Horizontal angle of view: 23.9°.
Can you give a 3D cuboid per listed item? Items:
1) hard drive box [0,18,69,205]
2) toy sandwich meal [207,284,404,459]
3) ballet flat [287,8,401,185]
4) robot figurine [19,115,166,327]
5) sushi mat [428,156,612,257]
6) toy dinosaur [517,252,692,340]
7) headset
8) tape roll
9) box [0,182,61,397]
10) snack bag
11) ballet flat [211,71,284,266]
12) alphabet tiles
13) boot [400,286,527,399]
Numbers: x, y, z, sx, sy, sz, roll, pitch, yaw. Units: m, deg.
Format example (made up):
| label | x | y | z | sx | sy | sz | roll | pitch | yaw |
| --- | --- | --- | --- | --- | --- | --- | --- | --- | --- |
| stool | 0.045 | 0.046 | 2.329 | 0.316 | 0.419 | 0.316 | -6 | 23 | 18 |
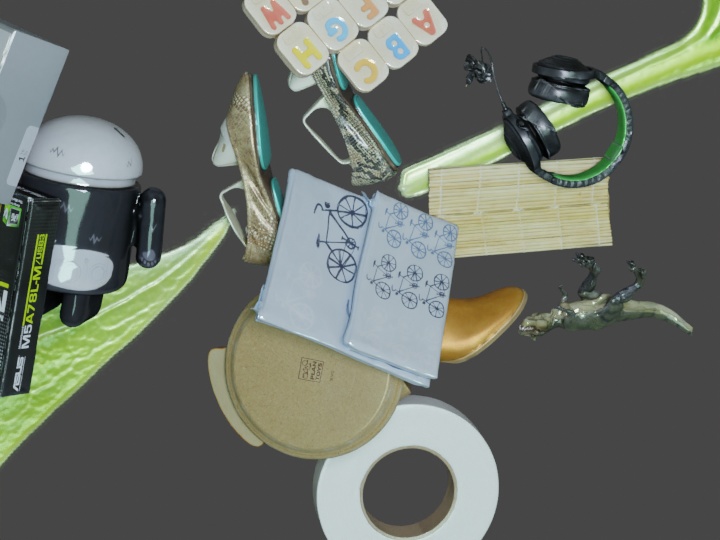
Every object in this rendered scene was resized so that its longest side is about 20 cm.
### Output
| label | x | y | z | sx | sy | sz | roll | pitch | yaw |
| --- | --- | --- | --- | --- | --- | --- | --- | --- | --- |
| hard drive box | -0.386 | -0.171 | 1.570 | 0.077 | 0.199 | 0.157 | 15 | 100 | -57 |
| toy sandwich meal | -0.050 | 0.101 | 1.731 | 0.203 | 0.070 | 0.207 | 0 | 93 | 7 |
| ballet flat | -0.029 | -0.172 | 1.703 | 0.075 | 0.068 | 0.201 | -22 | 109 | 13 |
| robot figurine | -0.279 | -0.051 | 1.659 | 0.149 | 0.125 | 0.202 | 3 | 104 | -29 |
| sushi mat | 0.168 | -0.066 | 1.782 | 0.198 | 0.012 | 0.097 | -4 | 103 | -9 |
| toy dinosaur | 0.261 | 0.030 | 1.805 | 0.198 | 0.048 | 0.089 | -2 | 118 | -9 |
| headset | 0.190 | -0.162 | 1.721 | 0.199 | 0.094 | 0.124 | 29 | 97 | -16 |
| tape roll | 0.048 | 0.234 | 1.823 | 0.201 | 0.037 | 0.205 | -2 | 104 | -9 |
| box | -0.384 | -0.001 | 1.631 | 0.199 | 0.047 | 0.195 | 20 | 102 | 32 |
| snack bag | 0.000 | 0.000 | 1.690 | 0.199 | 0.021 | 0.190 | 22 | 58 | -17 |
| ballet flat | -0.114 | -0.096 | 1.705 | 0.065 | 0.071 | 0.202 | -10 | 101 | 8 |
| alphabet tiles | -0.014 | -0.281 | 1.659 | 0.200 | 0.015 | 0.196 | -39 | 92 | -18 |
| boot | 0.059 | 0.035 | 1.759 | 0.201 | 0.071 | 0.144 | -35 | 106 | 4 |
